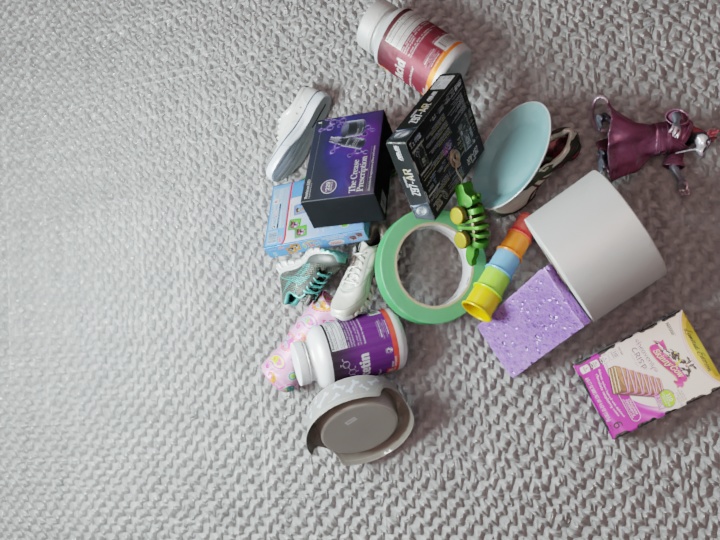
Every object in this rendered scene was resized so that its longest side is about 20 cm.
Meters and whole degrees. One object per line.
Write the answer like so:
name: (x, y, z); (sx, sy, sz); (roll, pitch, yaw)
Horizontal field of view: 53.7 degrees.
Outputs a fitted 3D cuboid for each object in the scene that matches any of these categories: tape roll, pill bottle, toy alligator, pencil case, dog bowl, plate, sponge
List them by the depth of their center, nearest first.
tape roll: (0.376, -0.039, 1.149); (0.138, 0.202, 0.205); (-35, 77, 11)
sponge: (0.287, 0.089, 1.197); (0.113, 0.029, 0.200); (56, 140, 15)
toy alligator: (0.189, -0.106, 1.210); (0.054, 0.059, 0.205); (4, 108, 51)
plate: (0.264, -0.195, 1.229); (0.025, 0.200, 0.203); (23, 94, -23)
tape roll: (0.124, -0.007, 1.260); (0.196, 0.048, 0.205); (1, 85, -12)
dog bowl: (-0.006, 0.264, 1.261); (0.198, 0.200, 0.059); (-32, 43, 12)
pill bottle: (-0.021, 0.143, 1.270); (0.196, 0.112, 0.115); (-14, 81, -14)
pill bottle: (0.095, -0.408, 1.313); (0.199, 0.114, 0.115); (38, 97, 17)
pencil case: (-0.100, 0.136, 1.349); (0.087, 0.087, 0.201); (42, 97, 16)

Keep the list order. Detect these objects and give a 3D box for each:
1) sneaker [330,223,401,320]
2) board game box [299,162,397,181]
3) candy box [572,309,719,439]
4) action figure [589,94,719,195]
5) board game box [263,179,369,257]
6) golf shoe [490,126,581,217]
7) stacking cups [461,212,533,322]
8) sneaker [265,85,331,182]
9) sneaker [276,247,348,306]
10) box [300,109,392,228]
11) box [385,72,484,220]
sneaker: (0.000, 0.000, 1.285); (0.074, 0.082, 0.202); (13, 57, 32)
board game box: (-0.015, -0.188, 1.379); (0.198, 0.023, 0.106); (-34, 78, 13)
candy box: (0.472, 0.172, 1.176); (0.198, 0.061, 0.138); (-31, 77, 13)
action figure: (0.496, -0.217, 1.197); (0.195, 0.136, 0.151); (-6, 41, 5)
board game box: (-0.078, -0.110, 1.328); (0.196, 0.037, 0.154); (-10, 53, 18)
golf shoe: (0.297, -0.178, 1.246); (0.200, 0.088, 0.077); (-45, 77, 11)
stacking cups: (0.253, -0.008, 1.236); (0.060, 0.061, 0.201); (31, 75, 17)
sneaker: (-0.134, -0.271, 1.405); (0.070, 0.073, 0.202); (31, 86, 26)
sneaker: (-0.087, 0.016, 1.315); (0.199, 0.076, 0.093); (-21, 65, 52)
box: (-0.020, -0.184, 1.284); (0.138, 0.079, 0.203); (-7, 53, 19)
box: (0.134, -0.213, 1.219); (0.043, 0.162, 0.201); (9, 50, 38)
